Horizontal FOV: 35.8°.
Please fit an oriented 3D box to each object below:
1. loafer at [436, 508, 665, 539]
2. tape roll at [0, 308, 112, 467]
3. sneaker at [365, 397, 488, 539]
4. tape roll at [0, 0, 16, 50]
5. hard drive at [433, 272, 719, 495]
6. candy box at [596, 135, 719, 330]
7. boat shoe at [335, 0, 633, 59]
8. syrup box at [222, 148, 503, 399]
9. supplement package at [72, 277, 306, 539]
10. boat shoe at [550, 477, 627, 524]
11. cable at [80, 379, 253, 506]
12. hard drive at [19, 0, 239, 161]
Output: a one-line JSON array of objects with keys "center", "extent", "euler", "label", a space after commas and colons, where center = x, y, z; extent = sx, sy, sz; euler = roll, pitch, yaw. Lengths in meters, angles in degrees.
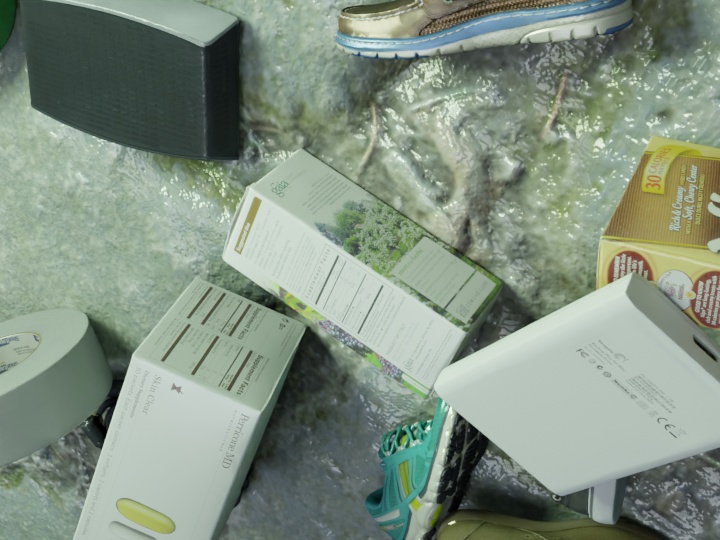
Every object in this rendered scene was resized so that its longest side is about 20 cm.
[{"center": [0.157, 0.245, 0.901], "extent": [0.199, 0.068, 0.076], "euler": [2, 120, 13], "label": "loafer"}, {"center": [-0.338, 0.112, 1.051], "extent": [0.200, 0.200, 0.066], "euler": [-5, 116, 33], "label": "tape roll"}, {"center": [0.050, 0.160, 0.933], "extent": [0.080, 0.077, 0.201], "euler": [35, 130, 20], "label": "sneaker"}, {"center": [-0.390, -0.263, 0.962], "extent": [0.200, 0.048, 0.201], "euler": [14, 123, 23], "label": "tape roll"}, {"center": [0.155, 0.084, 0.738], "extent": [0.132, 0.026, 0.200], "euler": [40, 144, -11], "label": "hard drive"}, {"center": [0.256, -0.012, 0.675], "extent": [0.199, 0.116, 0.055], "euler": [15, 135, 22], "label": "candy box"}, {"center": [0.074, -0.183, 0.724], "extent": [0.199, 0.072, 0.073], "euler": [-3, 111, 21], "label": "boat shoe"}, {"center": [0.000, 0.000, 0.863], "extent": [0.200, 0.079, 0.082], "euler": [33, 129, 10], "label": "syrup box"}, {"center": [-0.142, 0.138, 0.943], "extent": [0.110, 0.156, 0.201], "euler": [22, 115, 1], "label": "supplement package"}, {"center": [0.168, 0.105, 0.837], "extent": [0.066, 0.070, 0.201], "euler": [11, 129, 24], "label": "boat shoe"}, {"center": [-0.185, 0.181, 1.097], "extent": [0.199, 0.051, 0.164], "euler": [-5, 113, 31], "label": "cable"}, {"center": [-0.191, -0.163, 0.904], "extent": [0.199, 0.042, 0.135], "euler": [18, 125, 21], "label": "hard drive"}]
